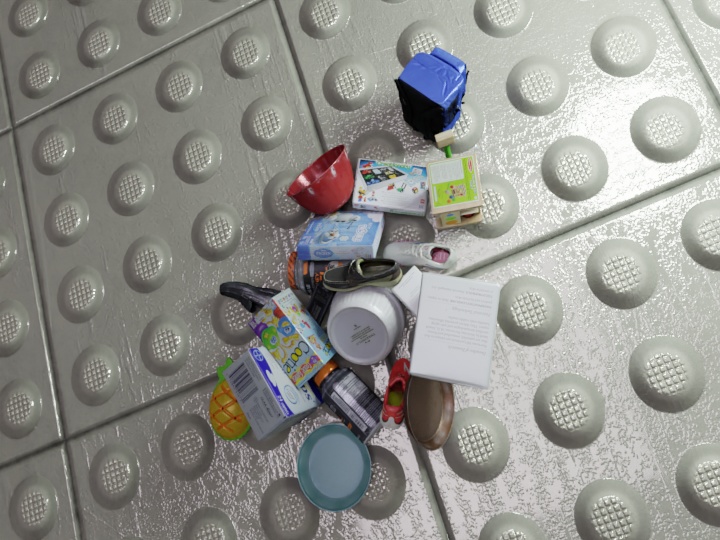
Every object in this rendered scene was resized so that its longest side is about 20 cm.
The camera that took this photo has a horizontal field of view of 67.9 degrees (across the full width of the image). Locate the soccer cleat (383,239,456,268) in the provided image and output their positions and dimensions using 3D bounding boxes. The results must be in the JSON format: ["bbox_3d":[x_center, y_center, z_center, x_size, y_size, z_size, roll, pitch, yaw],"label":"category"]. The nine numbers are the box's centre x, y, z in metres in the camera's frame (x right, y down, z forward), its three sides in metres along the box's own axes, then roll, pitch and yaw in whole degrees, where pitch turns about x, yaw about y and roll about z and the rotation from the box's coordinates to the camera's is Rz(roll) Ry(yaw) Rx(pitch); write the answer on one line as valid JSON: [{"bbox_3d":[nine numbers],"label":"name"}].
[{"bbox_3d":[0.148,-0.047,1.358,0.192,0.086,0.073,4,80,13],"label":"soccer cleat"}]

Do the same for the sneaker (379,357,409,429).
[{"bbox_3d":[0.096,0.277,1.269,0.074,0.087,0.203,8,38,9],"label":"sneaker"}]

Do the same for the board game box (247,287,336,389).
[{"bbox_3d":[-0.164,0.164,1.317,0.103,0.105,0.202,-41,87,21],"label":"board game box"}]

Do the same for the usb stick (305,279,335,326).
[{"bbox_3d":[-0.117,0.112,1.363,0.054,0.033,0.204,32,123,10],"label":"usb stick"}]

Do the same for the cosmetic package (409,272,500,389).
[{"bbox_3d":[0.197,0.131,1.123,0.159,0.167,0.209,7,81,11],"label":"cosmetic package"}]

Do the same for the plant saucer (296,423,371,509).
[{"bbox_3d":[-0.063,0.488,1.334,0.191,0.036,0.209,-3,79,12],"label":"plant saucer"}]

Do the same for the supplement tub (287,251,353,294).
[{"bbox_3d":[-0.084,0.000,1.383,0.191,0.122,0.128,-1,79,13],"label":"supplement tub"}]

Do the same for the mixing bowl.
[{"bbox_3d":[-0.089,-0.222,1.408,0.198,0.201,0.109,-39,112,3],"label":"mixing bowl"}]

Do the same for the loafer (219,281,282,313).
[{"bbox_3d":[-0.295,0.077,1.443,0.192,0.068,0.073,11,73,11],"label":"loafer"}]

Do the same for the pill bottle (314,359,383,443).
[{"bbox_3d":[-0.025,0.316,1.321,0.199,0.106,0.107,43,90,17],"label":"pill bottle"}]

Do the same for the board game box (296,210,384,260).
[{"bbox_3d":[-0.045,-0.093,1.364,0.190,0.202,0.045,0,121,11],"label":"board game box"}]

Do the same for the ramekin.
[{"bbox_3d":[0.007,0.134,1.302,0.194,0.095,0.210,7,116,14],"label":"ramekin"}]

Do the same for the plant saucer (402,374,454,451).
[{"bbox_3d":[0.157,0.312,1.252,0.034,0.196,0.209,-10,76,41],"label":"plant saucer"}]

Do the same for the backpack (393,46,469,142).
[{"bbox_3d":[0.194,-0.438,1.364,0.162,0.201,0.168,42,80,18],"label":"backpack"}]

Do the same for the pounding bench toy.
[{"bbox_3d":[0.232,-0.226,1.337,0.119,0.156,0.209,-9,78,11],"label":"pounding bench toy"}]

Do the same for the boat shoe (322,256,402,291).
[{"bbox_3d":[0.000,0.001,1.256,0.192,0.067,0.074,-3,50,11],"label":"boat shoe"}]

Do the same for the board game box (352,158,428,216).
[{"bbox_3d":[0.081,-0.220,1.409,0.191,0.035,0.131,7,74,4],"label":"board game box"}]

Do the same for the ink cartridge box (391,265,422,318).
[{"bbox_3d":[0.176,0.100,1.296,0.083,0.145,0.201,-43,75,0],"label":"ink cartridge box"}]

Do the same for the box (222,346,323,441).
[{"bbox_3d":[-0.208,0.288,1.311,0.104,0.199,0.187,-39,74,16],"label":"box"}]

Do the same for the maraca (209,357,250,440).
[{"bbox_3d":[-0.330,0.332,1.384,0.131,0.107,0.209,0,79,13],"label":"maraca"}]
